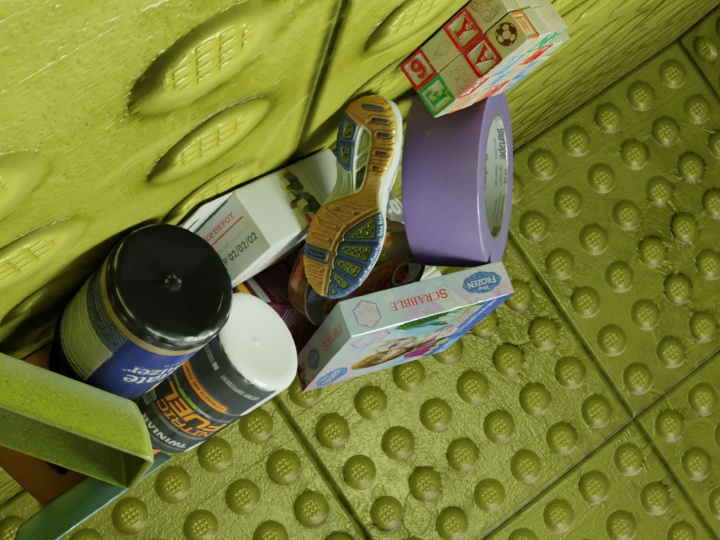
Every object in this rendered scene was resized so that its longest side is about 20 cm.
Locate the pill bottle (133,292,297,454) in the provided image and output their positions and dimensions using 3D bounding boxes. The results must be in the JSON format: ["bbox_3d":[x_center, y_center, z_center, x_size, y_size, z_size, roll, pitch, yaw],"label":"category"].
[{"bbox_3d":[-0.165,0.114,0.930,0.199,0.107,0.106,-35,178,29],"label":"pill bottle"}]

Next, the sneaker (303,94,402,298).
[{"bbox_3d":[0.004,-0.070,0.910,0.088,0.075,0.202,-38,148,-71],"label":"sneaker"}]

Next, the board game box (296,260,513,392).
[{"bbox_3d":[0.041,0.065,1.035,0.198,0.042,0.200,-14,162,-23],"label":"board game box"}]

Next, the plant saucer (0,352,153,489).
[{"bbox_3d":[-0.280,0.130,0.830,0.200,0.198,0.048,134,-24,-63],"label":"plant saucer"}]

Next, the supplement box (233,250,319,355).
[{"bbox_3d":[-0.104,0.036,1.068,0.199,0.110,0.086,2,128,-52],"label":"supplement box"}]

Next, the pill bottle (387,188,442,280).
[{"bbox_3d":[0.023,-0.035,1.231,0.113,0.201,0.114,-34,178,-1],"label":"pill bottle"}]

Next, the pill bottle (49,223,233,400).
[{"bbox_3d":[-0.204,0.049,0.825,0.112,0.112,0.200,-32,176,-44],"label":"pill bottle"}]

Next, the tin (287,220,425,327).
[{"bbox_3d":[0.000,0.000,1.028,0.199,0.042,0.113,-5,124,-50],"label":"tin"}]

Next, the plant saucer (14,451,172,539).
[{"bbox_3d":[-0.295,0.247,1.001,0.199,0.036,0.200,-35,176,-2],"label":"plant saucer"}]

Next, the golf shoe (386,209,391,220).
[{"bbox_3d":[0.012,-0.043,1.139,0.072,0.202,0.092,-6,-153,6],"label":"golf shoe"}]

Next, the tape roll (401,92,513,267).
[{"bbox_3d":[0.112,-0.104,1.036,0.084,0.203,0.200,2,-168,20],"label":"tape roll"}]

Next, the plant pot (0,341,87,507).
[{"bbox_3d":[-0.335,0.170,1.058,0.199,0.141,0.200,-35,177,-2],"label":"plant pot"}]

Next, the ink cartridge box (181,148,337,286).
[{"bbox_3d":[-0.102,-0.043,0.941,0.115,0.068,0.200,-38,177,41],"label":"ink cartridge box"}]

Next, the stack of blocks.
[{"bbox_3d":[0.136,-0.219,0.898,0.115,0.059,0.200,-37,177,34],"label":"stack of blocks"}]
